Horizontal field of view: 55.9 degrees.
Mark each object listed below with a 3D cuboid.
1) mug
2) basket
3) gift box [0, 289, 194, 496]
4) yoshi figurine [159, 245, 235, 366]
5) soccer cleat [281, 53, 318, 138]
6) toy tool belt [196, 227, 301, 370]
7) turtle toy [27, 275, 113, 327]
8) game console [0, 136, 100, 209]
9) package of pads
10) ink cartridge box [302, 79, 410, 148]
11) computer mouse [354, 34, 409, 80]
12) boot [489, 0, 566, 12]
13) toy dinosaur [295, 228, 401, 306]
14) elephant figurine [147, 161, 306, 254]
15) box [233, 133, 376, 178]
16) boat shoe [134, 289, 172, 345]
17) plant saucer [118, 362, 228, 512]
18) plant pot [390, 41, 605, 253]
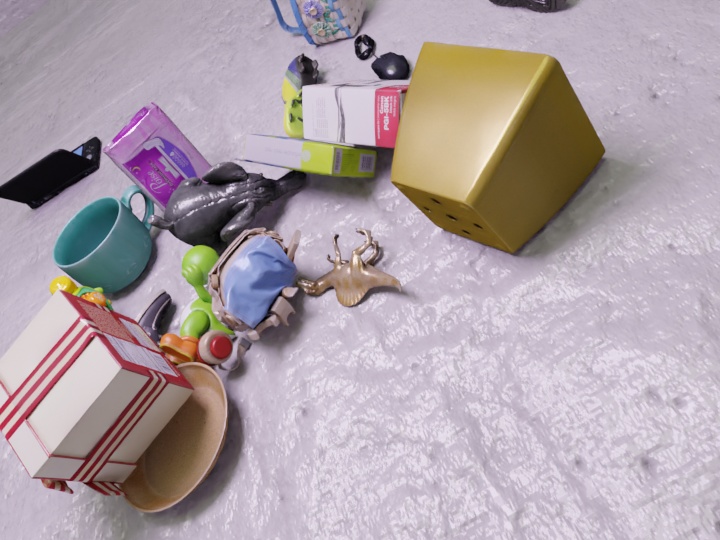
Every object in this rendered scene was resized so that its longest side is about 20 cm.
[{"bbox_3d":[-0.435,-0.044,1.204,0.183,0.115,0.153,-29,45,9],"label":"mug"},{"bbox_3d":[-0.101,-0.539,1.330,0.197,0.177,0.141,15,68,28],"label":"basket"},{"bbox_3d":[-0.344,0.170,0.875,0.187,0.200,0.184,-49,58,-3],"label":"gift box"},{"bbox_3d":[-0.247,0.044,1.020,0.111,0.112,0.202,-7,50,37],"label":"yoshi figurine"},{"bbox_3d":[-0.116,-0.311,1.256,0.084,0.064,0.203,-39,40,45],"label":"soccer cleat"},{"bbox_3d":[-0.150,0.036,0.935,0.122,0.124,0.202,-13,46,53],"label":"toy tool belt"},{"bbox_3d":[-0.452,0.115,1.089,0.099,0.147,0.203,7,58,12],"label":"turtle toy"},{"bbox_3d":[-0.705,-0.239,1.534,0.198,0.117,0.178,-27,46,11],"label":"game console"},{"bbox_3d":[-0.336,-0.178,1.182,0.120,0.200,0.076,-44,31,-7],"label":"package of pads"},{"bbox_3d":[0.027,-0.242,1.030,0.198,0.084,0.146,14,25,39],"label":"ink cartridge box"},{"bbox_3d":[0.031,-0.392,1.228,0.058,0.034,0.201,-38,44,3],"label":"computer mouse"},{"bbox_3d":[0.319,-0.524,1.127,0.200,0.073,0.181,-44,46,-14],"label":"boot"},{"bbox_3d":[0.000,0.000,0.939,0.198,0.058,0.103,-3,69,41],"label":"toy dinosaur"},{"bbox_3d":[-0.207,-0.117,1.090,0.197,0.142,0.157,-20,42,24],"label":"elephant figurine"},{"bbox_3d":[-0.087,-0.181,1.064,0.197,0.121,0.049,15,103,32],"label":"box"},{"bbox_3d":[-0.340,0.124,1.066,0.062,0.073,0.202,25,58,-3],"label":"boat shoe"},{"bbox_3d":[-0.246,0.225,0.915,0.198,0.035,0.203,-19,52,26],"label":"plant saucer"},{"bbox_3d":[0.154,-0.142,0.849,0.199,0.199,0.178,24,81,42],"label":"plant pot"}]
